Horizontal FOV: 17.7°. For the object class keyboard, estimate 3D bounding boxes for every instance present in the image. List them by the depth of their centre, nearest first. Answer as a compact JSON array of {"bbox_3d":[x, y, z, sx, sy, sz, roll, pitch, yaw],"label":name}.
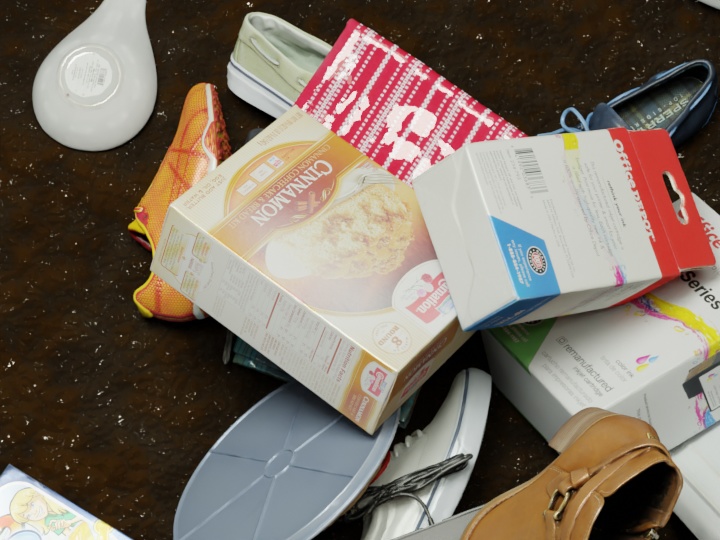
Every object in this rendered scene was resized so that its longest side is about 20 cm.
[{"bbox_3d":[0.055,0.192,1.626,0.199,0.021,0.128,-20,77,-5],"label":"keyboard"}]

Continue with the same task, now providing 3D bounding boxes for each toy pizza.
[{"bbox_3d":[-0.049,0.146,1.642,0.200,0.200,0.032,-51,117,-20],"label":"toy pizza"}]

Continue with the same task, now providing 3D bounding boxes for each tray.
[{"bbox_3d":[0.269,0.142,1.638,0.107,0.022,0.200,-30,26,-4],"label":"tray"}]

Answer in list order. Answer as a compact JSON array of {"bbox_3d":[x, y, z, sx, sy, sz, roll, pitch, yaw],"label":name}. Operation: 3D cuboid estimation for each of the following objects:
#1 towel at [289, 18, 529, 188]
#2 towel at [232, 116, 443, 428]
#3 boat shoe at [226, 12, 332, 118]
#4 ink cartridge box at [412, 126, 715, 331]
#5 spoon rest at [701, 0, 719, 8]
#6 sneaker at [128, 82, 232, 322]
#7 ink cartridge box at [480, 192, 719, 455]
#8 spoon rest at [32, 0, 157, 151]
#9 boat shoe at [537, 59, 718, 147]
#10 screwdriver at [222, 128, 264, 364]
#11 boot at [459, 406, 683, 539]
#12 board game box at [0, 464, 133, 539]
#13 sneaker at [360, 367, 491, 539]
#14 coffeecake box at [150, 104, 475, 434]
[{"bbox_3d":[0.032,-0.076,1.711,0.200,0.022,0.145,35,91,13],"label":"towel"},{"bbox_3d":[0.000,0.000,1.730,0.146,0.022,0.201,20,90,12],"label":"towel"},{"bbox_3d":[-0.023,-0.138,1.789,0.199,0.062,0.072,26,38,24],"label":"boat shoe"},{"bbox_3d":[0.145,-0.032,1.619,0.199,0.067,0.117,-7,73,-39],"label":"ink cartridge box"},{"bbox_3d":[0.333,-0.233,1.872,0.099,0.061,0.200,-42,59,-19],"label":"spoon rest"},{"bbox_3d":[-0.139,-0.058,1.774,0.077,0.073,0.201,1,62,10],"label":"sneaker"},{"bbox_3d":[0.210,0.049,1.697,0.200,0.084,0.145,-29,44,-14],"label":"ink cartridge box"},{"bbox_3d":[-0.199,-0.190,1.849,0.099,0.061,0.201,13,79,6],"label":"spoon rest"},{"bbox_3d":[0.194,-0.107,1.803,0.200,0.069,0.084,-42,72,-18],"label":"boat shoe"},{"bbox_3d":[-0.089,-0.018,1.783,0.028,0.029,0.201,7,69,1],"label":"screwdriver"},{"bbox_3d":[0.136,0.186,1.528,0.077,0.155,0.200,40,90,-14],"label":"boot"},{"bbox_3d":[-0.251,0.255,1.645,0.135,0.034,0.200,29,68,11],"label":"board game box"},{"bbox_3d":[0.037,0.153,1.675,0.071,0.073,0.201,24,68,-1],"label":"sneaker"},{"bbox_3d":[-0.020,-0.003,1.623,0.200,0.073,0.153,36,47,13],"label":"coffeecake box"}]
